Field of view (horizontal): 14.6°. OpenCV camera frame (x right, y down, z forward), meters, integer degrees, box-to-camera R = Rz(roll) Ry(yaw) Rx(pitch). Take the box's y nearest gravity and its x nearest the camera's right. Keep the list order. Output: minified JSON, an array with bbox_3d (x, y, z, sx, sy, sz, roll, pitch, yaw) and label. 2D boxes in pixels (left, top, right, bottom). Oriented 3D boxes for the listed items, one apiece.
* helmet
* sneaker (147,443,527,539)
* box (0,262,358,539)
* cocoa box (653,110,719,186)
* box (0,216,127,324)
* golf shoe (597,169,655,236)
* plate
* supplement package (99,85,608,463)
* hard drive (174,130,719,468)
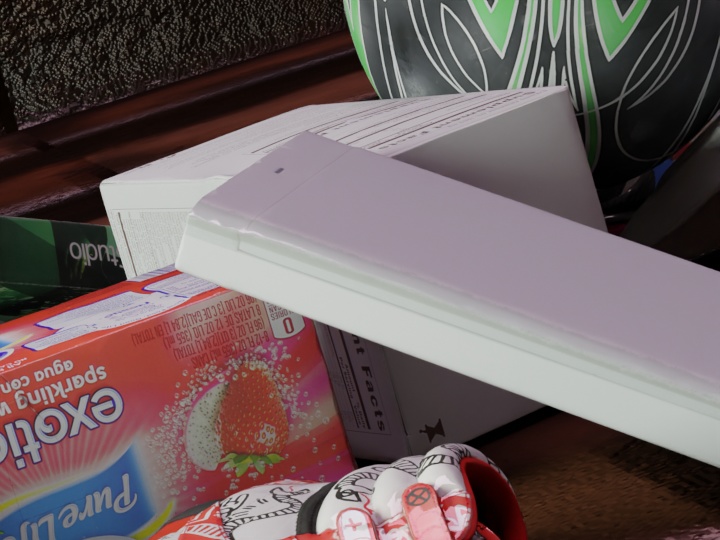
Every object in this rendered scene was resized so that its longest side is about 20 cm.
[{"bbox_3d":[0.080,-0.132,1.153,0.199,0.192,0.200,4,-25,2],"label":"helmet"},{"bbox_3d":[-0.026,0.094,0.712,0.107,0.068,0.201,-15,6,26],"label":"sneaker"},{"bbox_3d":[-0.110,0.071,0.908,0.199,0.096,0.100,-20,9,-21],"label":"box"},{"bbox_3d":[0.174,-0.120,1.429,0.130,0.134,0.200,-15,9,10],"label":"cocoa box"},{"bbox_3d":[-0.173,0.011,1.301,0.144,0.037,0.199,-19,-14,41],"label":"box"},{"bbox_3d":[0.034,-0.024,1.262,0.199,0.089,0.077,-18,11,-1],"label":"golf shoe"},{"bbox_3d":[0.208,-0.074,1.165,0.199,0.032,0.200,-23,-14,-32],"label":"plate"},{"bbox_3d":[0.000,0.000,1.087,0.109,0.114,0.200,-22,12,-27],"label":"supplement package"},{"bbox_3d":[0.055,0.009,0.888,0.199,0.026,0.132,19,18,11],"label":"hard drive"}]
